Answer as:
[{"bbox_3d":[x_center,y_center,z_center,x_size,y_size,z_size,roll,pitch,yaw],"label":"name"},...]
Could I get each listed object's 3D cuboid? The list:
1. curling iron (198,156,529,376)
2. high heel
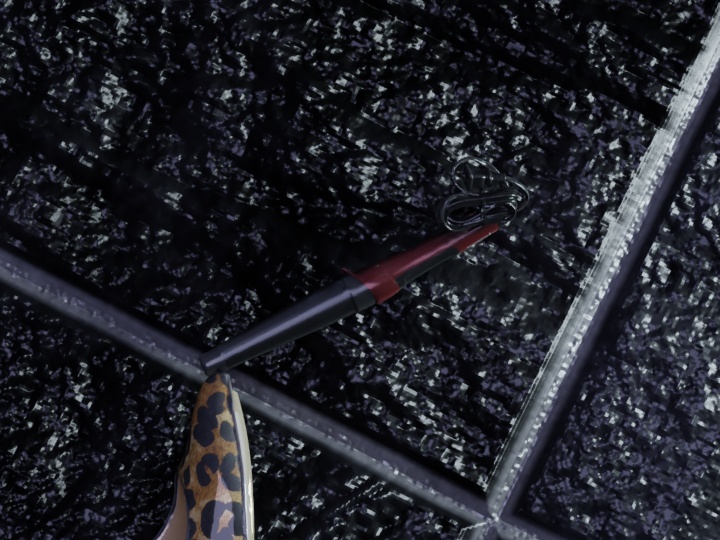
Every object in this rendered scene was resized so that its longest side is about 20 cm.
[{"bbox_3d":[0.000,0.000,1.066,0.199,0.026,0.050,-31,124,-1],"label":"curling iron"},{"bbox_3d":[-0.129,0.150,1.026,0.142,0.071,0.201,3,94,-8],"label":"high heel"}]
